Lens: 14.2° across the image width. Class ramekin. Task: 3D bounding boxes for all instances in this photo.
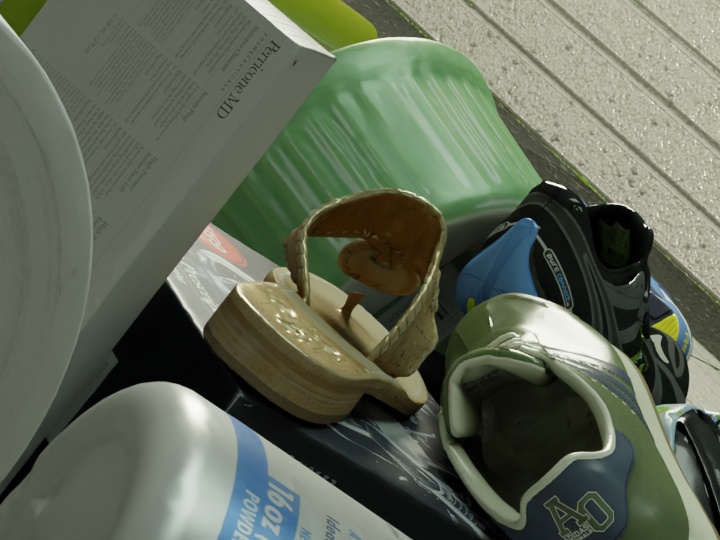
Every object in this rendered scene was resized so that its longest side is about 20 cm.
[{"bbox_3d":[0.000,0.000,1.324,0.098,0.200,0.200,53,15,30],"label":"ramekin"}]

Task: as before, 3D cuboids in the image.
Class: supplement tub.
[{"bbox_3d":[-0.014,0.134,0.810,0.200,0.132,0.132,34,10,-20],"label":"supplement tub"}]

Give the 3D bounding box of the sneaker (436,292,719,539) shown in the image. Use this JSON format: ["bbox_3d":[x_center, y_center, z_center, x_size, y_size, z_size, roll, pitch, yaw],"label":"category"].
[{"bbox_3d":[0.063,0.050,1.062,0.090,0.067,0.200,42,10,-33],"label":"sneaker"}]

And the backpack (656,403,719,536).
[{"bbox_3d":[0.117,0.150,1.115,0.153,0.201,0.163,-5,-18,37],"label":"backpack"}]

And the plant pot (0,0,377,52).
[{"bbox_3d":[-0.121,-0.128,1.465,0.199,0.200,0.182,29,19,-49],"label":"plant pot"}]

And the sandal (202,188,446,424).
[{"bbox_3d":[0.005,0.005,1.039,0.078,0.070,0.212,40,10,6],"label":"sandal"}]

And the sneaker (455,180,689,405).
[{"bbox_3d":[0.110,0.016,1.286,0.071,0.083,0.200,31,-3,30],"label":"sneaker"}]

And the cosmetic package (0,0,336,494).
[{"bbox_3d":[-0.103,-0.020,0.981,0.082,0.200,0.051,41,9,15],"label":"cosmetic package"}]

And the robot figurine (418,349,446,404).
[{"bbox_3d":[0.071,0.111,1.264,0.200,0.151,0.125,34,-20,-25],"label":"robot figurine"}]

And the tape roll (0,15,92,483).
[{"bbox_3d":[-0.180,-0.020,0.684,0.202,0.203,0.139,30,12,-44],"label":"tape roll"}]

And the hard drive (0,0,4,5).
[{"bbox_3d":[-0.196,-0.101,1.214,0.026,0.132,0.200,38,9,1],"label":"hard drive"}]

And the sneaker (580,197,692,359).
[{"bbox_3d":[0.209,0.015,2.437,0.082,0.074,0.200,29,21,-55],"label":"sneaker"}]

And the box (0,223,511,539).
[{"bbox_3d":[-0.045,0.070,1.077,0.182,0.104,0.200,34,11,-36],"label":"box"}]
